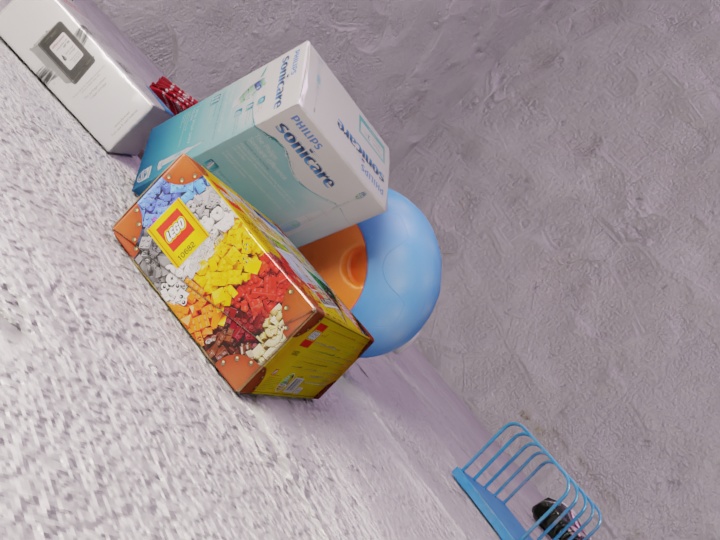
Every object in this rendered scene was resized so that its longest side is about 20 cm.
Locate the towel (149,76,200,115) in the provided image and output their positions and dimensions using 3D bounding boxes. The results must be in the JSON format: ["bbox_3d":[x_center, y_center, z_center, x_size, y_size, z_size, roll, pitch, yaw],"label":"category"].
[{"bbox_3d":[-0.181,-0.136,0.915,0.198,0.023,0.146,36,-31,12],"label":"towel"}]

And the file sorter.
[{"bbox_3d":[0.246,0.325,1.051,0.139,0.123,0.200,47,2,42],"label":"file sorter"}]

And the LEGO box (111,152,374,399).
[{"bbox_3d":[-0.079,0.017,0.575,0.149,0.077,0.200,48,2,16],"label":"LEGO box"}]

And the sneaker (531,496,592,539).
[{"bbox_3d":[0.437,0.555,1.513,0.199,0.081,0.086,42,11,20],"label":"sneaker"}]

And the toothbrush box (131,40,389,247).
[{"bbox_3d":[-0.089,-0.095,0.691,0.146,0.196,0.087,44,38,-40],"label":"toothbrush box"}]

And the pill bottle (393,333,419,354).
[{"bbox_3d":[0.038,0.081,1.598,0.200,0.111,0.111,47,1,-7],"label":"pill bottle"}]

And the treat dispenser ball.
[{"bbox_3d":[0.000,0.000,0.876,0.201,0.201,0.201,46,2,-2],"label":"treat dispenser ball"}]

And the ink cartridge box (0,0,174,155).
[{"bbox_3d":[-0.289,-0.216,0.749,0.201,0.067,0.116,48,2,-7],"label":"ink cartridge box"}]
